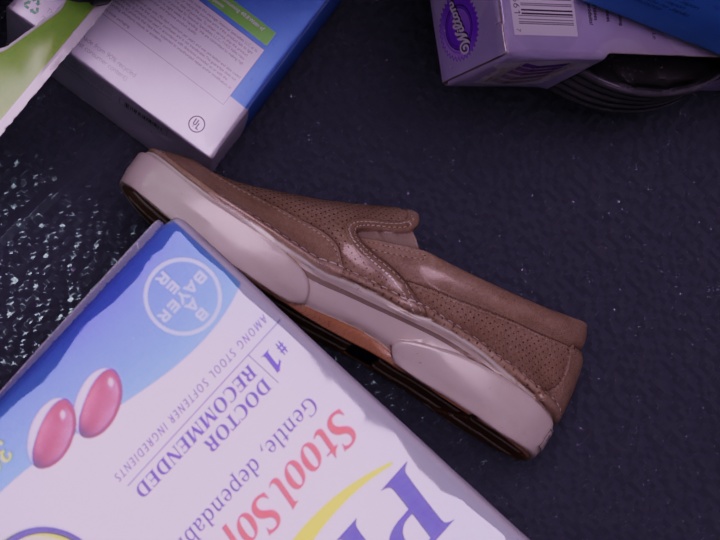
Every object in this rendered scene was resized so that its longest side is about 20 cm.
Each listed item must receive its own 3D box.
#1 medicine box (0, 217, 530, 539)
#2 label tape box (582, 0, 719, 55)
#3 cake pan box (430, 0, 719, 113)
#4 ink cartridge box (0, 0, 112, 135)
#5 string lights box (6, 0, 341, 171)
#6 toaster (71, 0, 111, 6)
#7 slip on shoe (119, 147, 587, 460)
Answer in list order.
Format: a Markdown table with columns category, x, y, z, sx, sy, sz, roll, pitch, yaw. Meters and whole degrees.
| category | x | y | z | sx | sy | sz | roll | pitch | yaw |
| --- | --- | --- | --- | --- | --- | --- | --- | --- | --- |
| medicine box | -0.062 | 0.117 | 1.103 | 0.200 | 0.103 | 0.182 | 42 | 78 | 3 |
| label tape box | 0.165 | -0.184 | 1.144 | 0.143 | 0.066 | 0.201 | 18 | 70 | -31 |
| cake pan box | 0.105 | -0.166 | 1.168 | 0.183 | 0.052 | 0.201 | -3 | 79 | -33 |
| ink cartridge box | -0.184 | -0.143 | 1.143 | 0.200 | 0.076 | 0.148 | 37 | 77 | 6 |
| string lights box | -0.044 | -0.147 | 1.178 | 0.103 | 0.059 | 0.200 | 37 | 77 | 1 |
| toaster | -0.033 | -0.176 | 1.052 | 0.199 | 0.114 | 0.130 | -10 | 91 | -2 |
| slip on shoe | 0.000 | 0.000 | 1.144 | 0.199 | 0.076 | 0.061 | 31 | 82 | -5 |
